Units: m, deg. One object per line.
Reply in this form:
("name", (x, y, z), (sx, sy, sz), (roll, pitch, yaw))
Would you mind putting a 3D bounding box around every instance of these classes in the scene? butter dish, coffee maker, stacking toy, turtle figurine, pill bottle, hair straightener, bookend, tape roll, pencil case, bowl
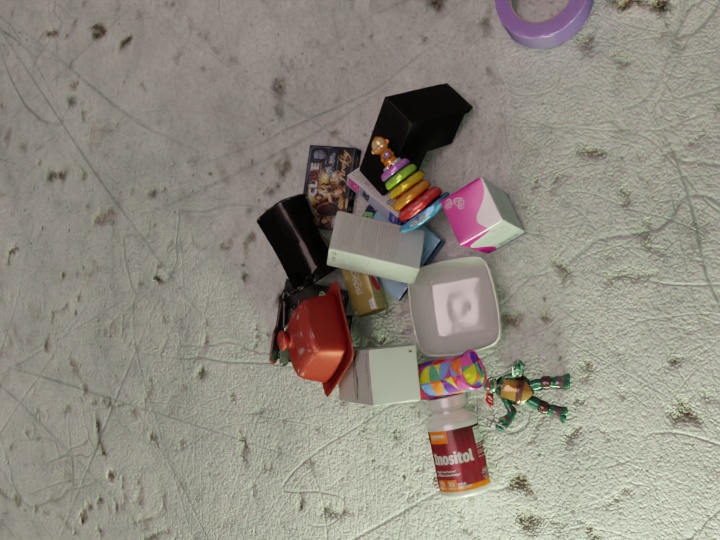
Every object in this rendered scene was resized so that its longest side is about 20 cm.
("butter dish", (-0.113, 0.153, 1.426), (0.201, 0.145, 0.202), (120, 144, -47))
("coffee maker", (-0.145, -0.066, 1.502), (0.133, 0.192, 0.202), (-31, 90, 13))
("stacking toy", (0.086, -0.191, 1.334), (0.115, 0.110, 0.202), (-33, 93, 27))
("turtle figurine", (0.326, 0.249, 1.330), (0.195, 0.101, 0.153), (5, 104, 12))
("pill bottle", (0.204, 0.371, 1.377), (0.111, 0.112, 0.204), (-16, 80, 25))
("hair straightener", (-0.173, 0.135, 1.579), (0.076, 0.041, 0.205), (8, 86, 29))
("bookend", (0.121, -0.294, 1.437), (0.092, 0.198, 0.200), (48, 141, 24))
("tape roll", (0.387, -0.579, 1.359), (0.196, 0.065, 0.205), (-2, 87, 26))
("pencil case", (0.178, 0.223, 1.366), (0.199, 0.087, 0.090), (-23, 76, 53))
("bowl", (0.212, 0.080, 1.409), (0.196, 0.074, 0.205), (-13, 81, 26))

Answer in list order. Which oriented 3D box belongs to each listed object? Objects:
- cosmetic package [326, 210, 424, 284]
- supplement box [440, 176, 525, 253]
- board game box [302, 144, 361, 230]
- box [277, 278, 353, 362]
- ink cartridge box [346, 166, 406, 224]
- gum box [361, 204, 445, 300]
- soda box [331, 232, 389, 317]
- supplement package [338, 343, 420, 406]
("cosmetic package", (0.033, -0.049, 1.393), (0.196, 0.072, 0.103), (13, 59, -1))
("supplement box", (0.256, -0.109, 1.325), (0.100, 0.199, 0.105), (-29, 76, 22))
("board game box", (-0.076, -0.202, 1.592), (0.133, 0.034, 0.205), (8, 91, 27))
("box", (-0.114, 0.136, 1.588), (0.190, 0.047, 0.205), (11, 92, 26))
("ink cartridge box", (0.076, -0.179, 1.474), (0.119, 0.042, 0.199), (-36, 63, -27))
("gum box", (0.073, -0.059, 1.503), (0.199, 0.044, 0.171), (40, 105, 22))
("soda box", (0.000, 0.000, 1.475), (0.063, 0.067, 0.204), (-19, 80, 25))
("supplement package", (0.034, 0.227, 1.415), (0.199, 0.115, 0.120), (161, 105, -65))
